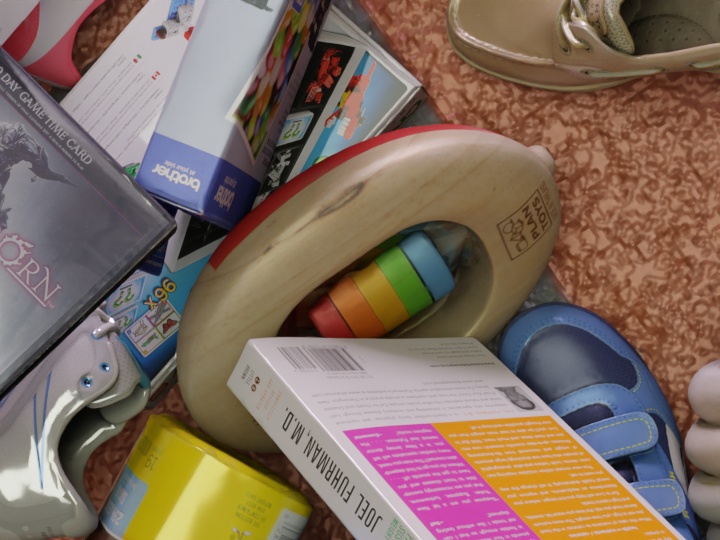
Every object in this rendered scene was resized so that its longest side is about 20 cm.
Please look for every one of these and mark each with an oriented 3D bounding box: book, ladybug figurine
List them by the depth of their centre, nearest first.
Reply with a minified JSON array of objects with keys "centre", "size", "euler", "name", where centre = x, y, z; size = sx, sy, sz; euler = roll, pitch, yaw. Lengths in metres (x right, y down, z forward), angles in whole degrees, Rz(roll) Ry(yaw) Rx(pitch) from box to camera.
[{"centre":[0.050,0.097,1.197],"size":[0.200,0.133,0.048],"euler":[48,123,39],"name":"book"},{"centre":[0.000,0.000,1.293],"size":[0.200,0.136,0.072],"euler":[-32,44,-7],"name":"ladybug figurine"}]

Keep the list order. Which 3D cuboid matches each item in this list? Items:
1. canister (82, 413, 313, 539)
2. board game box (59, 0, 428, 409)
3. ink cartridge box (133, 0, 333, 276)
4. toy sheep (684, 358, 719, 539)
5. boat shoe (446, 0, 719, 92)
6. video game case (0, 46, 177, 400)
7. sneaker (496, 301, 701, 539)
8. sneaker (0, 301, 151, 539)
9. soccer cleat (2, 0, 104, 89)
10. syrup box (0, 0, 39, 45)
[{"centre":[-0.104,0.170,1.272],"size":[0.086,0.149,0.200],"euler":[29,87,-7],"name":"canister"},{"centre":[-0.081,-0.051,1.343],"size":[0.126,0.035,0.200],"euler":[42,91,9],"name":"board game box"},{"centre":[-0.051,-0.088,1.264],"size":[0.042,0.119,0.200],"euler":[24,89,7],"name":"ink cartridge box"},{"centre":[0.209,0.092,1.251],"size":[0.138,0.138,0.201],"euler":[-13,90,6],"name":"toy sheep"},{"centre":[0.119,-0.118,1.282],"size":[0.200,0.065,0.072],"euler":[6,85,32],"name":"boat shoe"},{"centre":[-0.196,0.000,1.181],"size":[0.143,0.019,0.200],"euler":[45,79,5],"name":"video game case"},{"centre":[0.116,0.107,1.283],"size":[0.074,0.082,0.200],"euler":[-22,82,7],"name":"sneaker"},{"centre":[-0.131,0.030,1.273],"size":[0.086,0.075,0.201],"euler":[1,73,17],"name":"sneaker"},{"centre":[-0.114,-0.181,1.352],"size":[0.076,0.067,0.200],"euler":[37,85,-21],"name":"soccer cleat"},{"centre":[-0.222,-0.189,1.311],"size":[0.081,0.079,0.200],"euler":[-50,56,3],"name":"syrup box"}]
